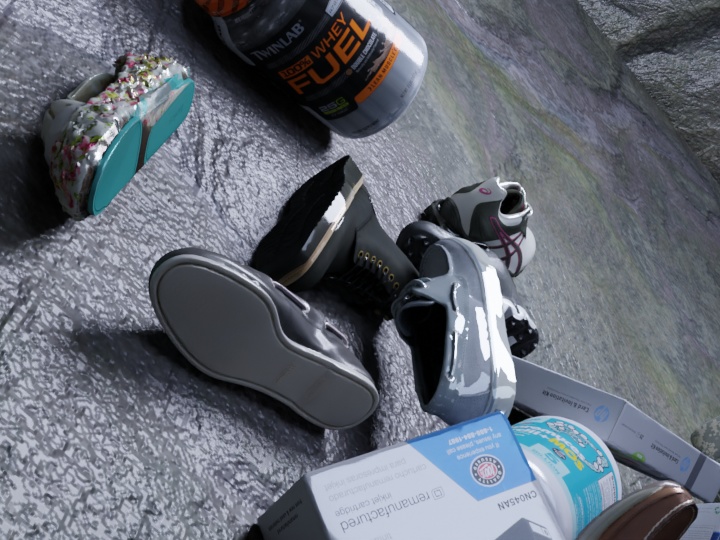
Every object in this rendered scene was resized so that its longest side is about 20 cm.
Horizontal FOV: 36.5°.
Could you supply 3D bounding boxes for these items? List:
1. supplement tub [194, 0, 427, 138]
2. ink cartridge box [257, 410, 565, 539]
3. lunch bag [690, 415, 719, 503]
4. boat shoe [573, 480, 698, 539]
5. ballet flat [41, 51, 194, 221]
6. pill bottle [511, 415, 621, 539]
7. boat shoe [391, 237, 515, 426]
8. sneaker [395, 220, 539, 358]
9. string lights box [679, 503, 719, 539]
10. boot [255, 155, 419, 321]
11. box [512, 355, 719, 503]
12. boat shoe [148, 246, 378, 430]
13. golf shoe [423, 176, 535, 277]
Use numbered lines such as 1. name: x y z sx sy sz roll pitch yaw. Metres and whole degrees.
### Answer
1. supplement tub: -0.043 -0.215 0.965 0.200 0.122 0.123 34 33 -37
2. ink cartridge box: 0.051 0.199 0.613 0.144 0.084 0.200 -13 67 -31
3. lunch bag: 0.521 0.275 1.358 0.200 0.139 0.168 35 31 -36
4. boat shoe: 0.155 0.224 0.704 0.072 0.200 0.076 38 -9 40
5. ballet flat: -0.162 -0.088 0.686 0.064 0.076 0.200 21 25 -1
6. pill bottle: 0.129 0.170 0.819 0.200 0.111 0.111 -3 62 -62
7. boat shoe: 0.063 0.036 0.819 0.071 0.070 0.201 20 34 -21
8. sneaker: 0.092 0.005 1.014 0.200 0.066 0.091 40 26 -38
9. string lights box: 0.193 0.255 0.743 0.059 0.103 0.200 48 56 -18
10. boot: 0.000 0.000 0.846 0.138 0.077 0.200 55 25 -14
11. box: 0.221 0.142 0.994 0.156 0.041 0.200 20 -10 48
12. boat shoe: -0.064 0.039 0.698 0.200 0.067 0.057 40 13 -39
13. golf shoe: 0.152 -0.045 1.152 0.200 0.088 0.077 11 48 -58
